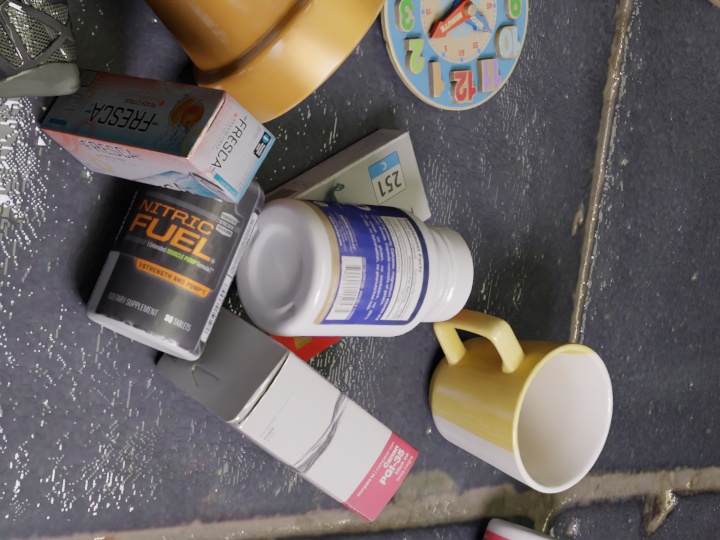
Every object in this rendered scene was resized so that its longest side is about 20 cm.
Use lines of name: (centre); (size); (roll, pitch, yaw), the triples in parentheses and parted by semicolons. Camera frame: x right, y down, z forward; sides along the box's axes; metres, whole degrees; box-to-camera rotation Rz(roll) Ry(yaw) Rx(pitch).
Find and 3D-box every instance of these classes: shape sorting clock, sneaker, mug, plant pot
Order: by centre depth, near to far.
sneaker: (-0.300, -0.185, 1.266); (0.199, 0.076, 0.114); (-12, 106, -44)
plant pot: (-0.101, -0.253, 1.368); (0.183, 0.200, 0.200); (39, 72, -25)
shape sorting clock: (0.097, -0.257, 1.640); (0.200, 0.039, 0.200); (-12, 108, -41)
mug: (0.150, 0.116, 1.698); (0.149, 0.153, 0.187); (-15, 109, -39)

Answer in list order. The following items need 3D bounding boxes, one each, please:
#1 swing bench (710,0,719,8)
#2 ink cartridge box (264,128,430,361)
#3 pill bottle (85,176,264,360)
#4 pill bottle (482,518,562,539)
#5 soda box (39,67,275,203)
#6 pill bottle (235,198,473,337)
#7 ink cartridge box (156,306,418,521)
swing bench: (0.405, -0.405, 1.827); (0.200, 0.130, 0.199); (15, 90, -38)
ink cartridge box: (-0.015, -0.015, 1.589); (0.200, 0.045, 0.176); (-33, 119, -33)
pill bottle: (-0.148, -0.034, 1.419); (0.106, 0.106, 0.200); (29, 79, -43)
pill bottle: (0.164, 0.378, 1.795); (0.120, 0.120, 0.200); (23, 84, -43)
soda box: (-0.163, -0.108, 1.321); (0.068, 0.200, 0.064); (42, 71, -41)
pill bottle: (0.000, 0.000, 1.494); (0.200, 0.120, 0.120); (3, 98, -43)
ink cartridge box: (-0.065, 0.125, 1.497); (0.083, 0.146, 0.200); (-54, 131, -6)
